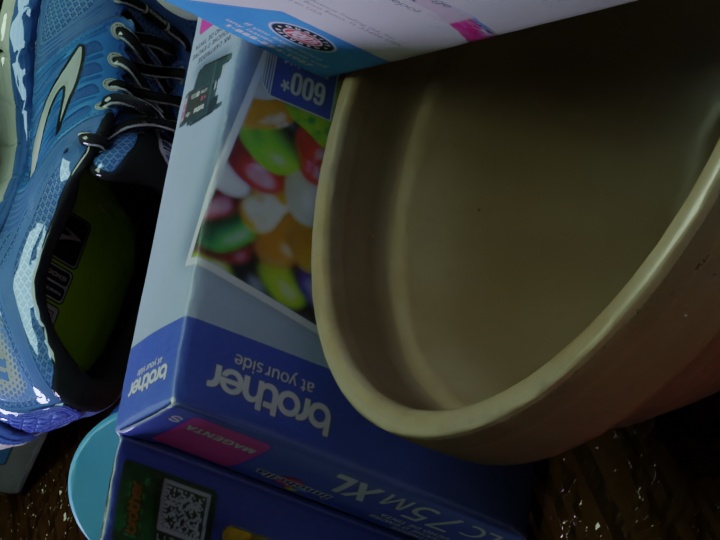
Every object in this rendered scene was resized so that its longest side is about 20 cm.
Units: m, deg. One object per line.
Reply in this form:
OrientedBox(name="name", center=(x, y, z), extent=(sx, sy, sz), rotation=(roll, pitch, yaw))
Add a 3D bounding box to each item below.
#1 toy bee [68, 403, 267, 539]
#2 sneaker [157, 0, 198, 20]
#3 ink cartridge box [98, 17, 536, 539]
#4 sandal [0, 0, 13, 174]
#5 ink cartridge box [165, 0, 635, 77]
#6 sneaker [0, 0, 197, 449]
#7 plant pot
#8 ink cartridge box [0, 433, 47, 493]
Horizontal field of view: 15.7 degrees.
OrientedBox(name="toy bee", center=(-0.049, 0.088, 0.806), extent=(0.199, 0.109, 0.131), rotation=(-34, 3, 27))
OrientedBox(name="sneaker", center=(-0.007, -0.151, 0.859), extent=(0.200, 0.075, 0.100), rotation=(-53, 11, -23))
OrientedBox(name="ink cartridge box", center=(0.000, 0.000, 0.741), extent=(0.042, 0.119, 0.201), rotation=(-26, 47, 54))
OrientedBox(name="sandal", center=(-0.128, -0.065, 0.881), extent=(0.043, 0.076, 0.201), rotation=(2, 43, 37))
OrientedBox(name="ink cartridge box", center=(0.003, -0.109, 0.625), extent=(0.200, 0.115, 0.068), rotation=(-6, 64, 60))
OrientedBox(name="sneaker", center=(-0.074, -0.039, 0.837), extent=(0.089, 0.078, 0.202), rotation=(-4, 67, 48))
OrientedBox(name="plant pot", center=(0.078, -0.038, 0.659), extent=(0.201, 0.092, 0.202), rotation=(-42, 35, 39))
OrientedBox(name="ink cartridge box", center=(-0.186, 0.001, 0.973), extent=(0.200, 0.175, 0.045), rotation=(120, 157, -48))
